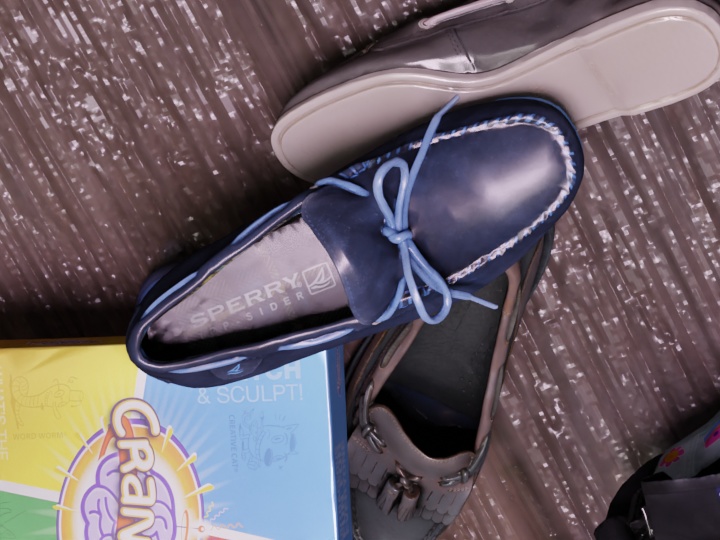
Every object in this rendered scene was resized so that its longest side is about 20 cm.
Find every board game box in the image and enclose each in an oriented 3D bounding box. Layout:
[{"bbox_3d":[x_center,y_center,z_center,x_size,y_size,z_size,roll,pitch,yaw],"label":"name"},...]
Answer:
[{"bbox_3d":[-0.103,0.104,1.166,0.199,0.040,0.154,-3,95,10],"label":"board game box"}]

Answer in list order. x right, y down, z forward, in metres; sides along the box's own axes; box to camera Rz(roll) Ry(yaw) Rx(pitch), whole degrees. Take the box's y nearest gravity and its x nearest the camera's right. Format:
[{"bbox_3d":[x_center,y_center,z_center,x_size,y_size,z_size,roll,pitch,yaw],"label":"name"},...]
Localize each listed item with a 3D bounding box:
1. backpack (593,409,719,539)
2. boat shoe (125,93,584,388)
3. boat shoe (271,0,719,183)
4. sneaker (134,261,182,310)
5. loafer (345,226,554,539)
[{"bbox_3d":[0.217,0.081,1.134,0.167,0.127,0.200,38,119,-9],"label":"backpack"},{"bbox_3d":[0.000,0.000,1.083,0.199,0.069,0.084,-33,91,11],"label":"boat shoe"},{"bbox_3d":[0.059,-0.083,1.118,0.199,0.057,0.067,-15,128,22],"label":"boat shoe"},{"bbox_3d":[-0.064,0.093,1.213,0.073,0.082,0.201,-1,115,11],"label":"sneaker"},{"bbox_3d":[0.029,0.053,1.186,0.071,0.063,0.201,17,120,-1],"label":"loafer"}]
